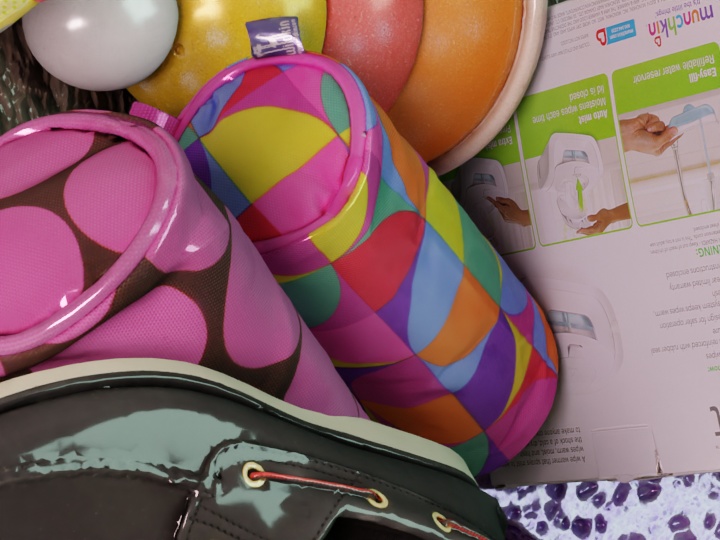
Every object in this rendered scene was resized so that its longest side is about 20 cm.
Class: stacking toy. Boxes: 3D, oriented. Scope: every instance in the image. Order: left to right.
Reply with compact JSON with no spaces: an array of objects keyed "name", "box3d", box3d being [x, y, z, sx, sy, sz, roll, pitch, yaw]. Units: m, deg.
[{"name":"stacking toy","box3d":[-0.040,-0.089,0.923,0.200,0.145,0.147,-18,96,-55]}]

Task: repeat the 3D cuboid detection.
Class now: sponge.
[{"name":"sponge","box3d":[0.122,0.091,1.107,0.200,0.030,0.112,39,65,-22]}]

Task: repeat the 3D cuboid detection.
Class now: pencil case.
[{"name":"pencil case","box3d":[-0.057,0.040,0.800,0.094,0.091,0.200,-50,139,-13]},{"name":"pencil case","box3d":[0.000,0.000,0.917,0.200,0.088,0.089,49,34,-52]}]

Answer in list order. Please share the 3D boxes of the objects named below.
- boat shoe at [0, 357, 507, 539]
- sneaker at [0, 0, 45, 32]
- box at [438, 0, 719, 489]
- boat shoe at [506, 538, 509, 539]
[{"name":"boat shoe","box3d":[-0.035,0.074,0.730,0.201,0.074,0.063,14,32,-38]},{"name":"sneaker","box3d":[-0.131,-0.147,0.707,0.078,0.090,0.201,-45,120,-66]},{"name":"box","box3d":[0.119,-0.016,0.985,0.096,0.200,0.178,-11,88,-31]},{"name":"boat shoe","box3d":[0.064,0.192,1.094,0.064,0.071,0.201,-12,89,-68]}]
